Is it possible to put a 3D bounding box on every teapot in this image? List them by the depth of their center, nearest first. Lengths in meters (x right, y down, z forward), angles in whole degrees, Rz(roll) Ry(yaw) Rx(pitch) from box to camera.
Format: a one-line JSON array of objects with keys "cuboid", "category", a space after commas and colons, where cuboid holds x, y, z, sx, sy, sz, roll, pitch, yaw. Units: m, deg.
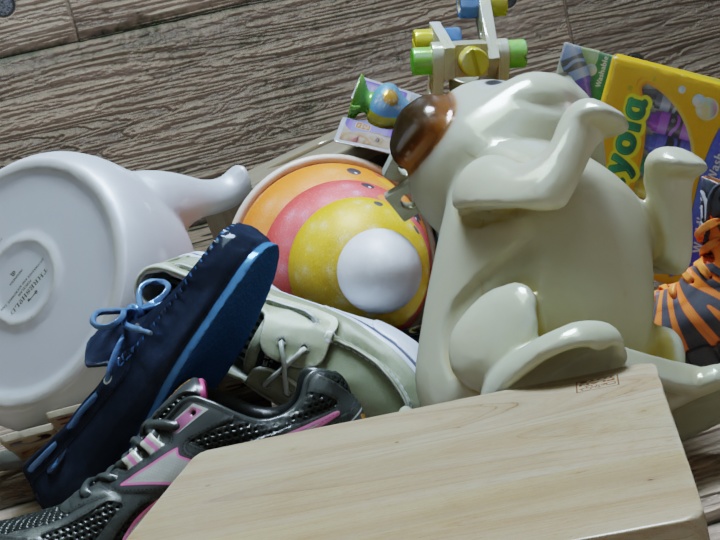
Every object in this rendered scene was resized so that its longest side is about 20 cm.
[{"cuboid": [-0.182, 0.026, 0.994, 0.199, 0.198, 0.146, -9, -18, 26], "category": "teapot"}]

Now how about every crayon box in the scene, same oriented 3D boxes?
[{"cuboid": [0.203, -0.054, 0.908, 0.199, 0.126, 0.052, 16, 12, 8], "category": "crayon box"}]

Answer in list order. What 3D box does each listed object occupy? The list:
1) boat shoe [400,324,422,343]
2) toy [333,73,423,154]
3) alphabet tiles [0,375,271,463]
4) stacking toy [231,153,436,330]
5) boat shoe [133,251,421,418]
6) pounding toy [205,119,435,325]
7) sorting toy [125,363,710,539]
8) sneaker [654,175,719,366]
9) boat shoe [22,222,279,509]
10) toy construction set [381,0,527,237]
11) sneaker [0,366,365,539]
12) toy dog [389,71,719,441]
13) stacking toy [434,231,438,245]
[{"cuboid": [0.052, 0.064, 0.835, 0.091, 0.071, 0.200, -19, 2, -31], "category": "boat shoe"}, {"cuboid": [0.089, -0.101, 1.031, 0.199, 0.047, 0.115, 13, 30, 3], "category": "toy"}, {"cuboid": [-0.121, 0.090, 0.941, 0.199, 0.006, 0.166, -14, -14, -7], "category": "alphabet tiles"}, {"cuboid": [0.000, 0.000, 0.918, 0.146, 0.147, 0.200, -15, 7, -12], "category": "stacking toy"}, {"cuboid": [-0.041, 0.048, 0.819, 0.200, 0.072, 0.062, 24, 16, 27], "category": "boat shoe"}, {"cuboid": [0.000, -0.011, 1.130, 0.200, 0.185, 0.142, -29, 15, -33], "category": "pounding toy"}, {"cuboid": [0.021, 0.106, 0.535, 0.199, 0.070, 0.199, -12, 8, 9], "category": "sorting toy"}, {"cuboid": [0.185, 0.006, 0.829, 0.199, 0.112, 0.078, -13, 7, 19], "category": "sneaker"}, {"cuboid": [-0.119, 0.053, 0.775, 0.200, 0.069, 0.084, -54, -16, 10], "category": "boat shoe"}, {"cuboid": [0.067, -0.078, 0.910, 0.092, 0.131, 0.200, 6, 36, 6], "category": "toy construction set"}, {"cuboid": [-0.088, 0.098, 0.730, 0.199, 0.087, 0.080, -15, 6, -8], "category": "sneaker"}, {"cuboid": [0.087, -0.007, 0.733, 0.139, 0.200, 0.194, 9, -34, -29], "category": "toy dog"}, {"cuboid": [0.102, 0.019, 0.958, 0.116, 0.110, 0.200, 9, 18, 1], "category": "stacking toy"}]
